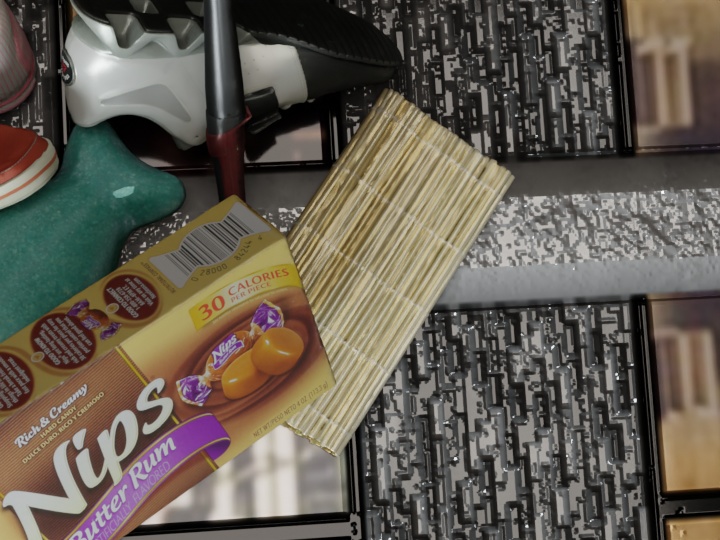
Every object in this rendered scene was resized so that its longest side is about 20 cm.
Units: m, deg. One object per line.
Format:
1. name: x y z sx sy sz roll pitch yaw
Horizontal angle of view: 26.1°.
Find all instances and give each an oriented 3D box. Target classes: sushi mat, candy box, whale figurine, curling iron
1. sushi mat: 0.000 0.000 0.904 0.096 0.012 0.200 33 81 -1
2. candy box: -0.117 0.064 0.802 0.200 0.117 0.056 -35 45 -20
3. whale figurine: -0.182 0.002 0.840 0.159 0.104 0.200 40 76 5
4. curling iron: -0.065 -0.075 0.842 0.026 0.050 0.200 -28 125 -39

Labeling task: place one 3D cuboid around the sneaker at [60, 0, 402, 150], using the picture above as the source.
1. sneaker: -0.075 -0.112 0.887 0.200 0.074 0.089 1 126 -24

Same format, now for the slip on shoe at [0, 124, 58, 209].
1. slip on shoe: -0.259 -0.071 0.824 0.199 0.061 0.074 10 38 8

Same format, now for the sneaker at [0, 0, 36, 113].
1. sneaker: -0.261 -0.175 0.856 0.075 0.105 0.200 -45 88 -7
